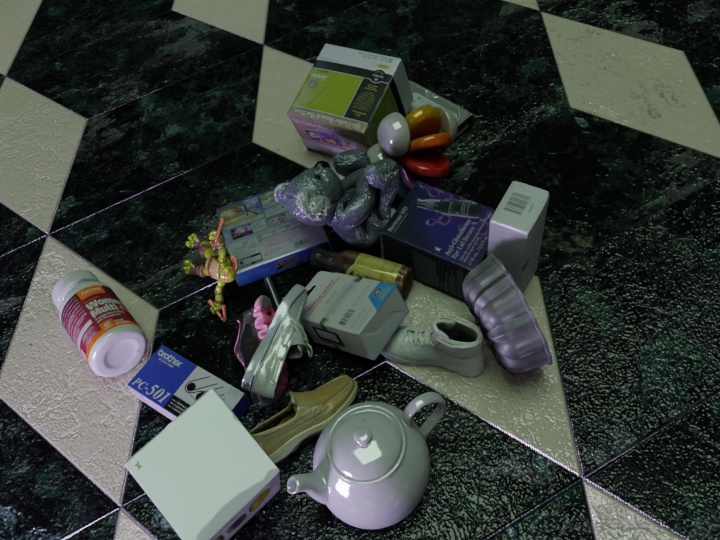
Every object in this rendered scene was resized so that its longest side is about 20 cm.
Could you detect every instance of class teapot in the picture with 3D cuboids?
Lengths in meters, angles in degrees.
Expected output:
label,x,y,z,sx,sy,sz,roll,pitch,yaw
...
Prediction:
label,x,y,z,sx,sy,sz,roll,pitch,yaw
teapot,0.016,0.272,1.015,0.192,0.148,0.203,8,54,14

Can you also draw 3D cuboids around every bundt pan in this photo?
label,x,y,z,sx,sy,sz,roll,pitch,yaw
bundt pan,0.228,0.079,1.103,0.075,0.203,0.204,-29,53,3

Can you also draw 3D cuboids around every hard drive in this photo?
label,x,y,z,sx,sy,sz,roll,pitch,yaw
hard drive,0.136,-0.345,1.532,0.139,0.038,0.199,-40,57,-21

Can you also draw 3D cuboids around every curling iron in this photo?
label,x,y,z,sx,sy,sz,roll,pitch,yaw
curling iron,-0.122,0.099,1.200,0.049,0.025,0.203,-38,69,29

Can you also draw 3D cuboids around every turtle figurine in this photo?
label,x,y,z,sx,sy,sz,roll,pitch,yaw
turtle figurine,-0.275,-0.018,1.287,0.063,0.205,0.160,-16,28,-37

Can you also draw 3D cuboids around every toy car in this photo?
label,x,y,z,sx,sy,sz,roll,pitch,yaw
toy car,0.114,-0.222,1.355,0.172,0.201,0.152,-16,66,-29

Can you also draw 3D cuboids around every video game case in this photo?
label,x,y,z,sx,sy,sz,roll,pitch,yaw
video game case,-0.177,-0.080,1.375,0.196,0.046,0.184,-19,54,-6

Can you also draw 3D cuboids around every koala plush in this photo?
label,x,y,z,sx,sy,sz,roll,pitch,yaw
koala plush,-0.054,-0.131,1.273,0.196,0.189,0.177,0,17,-30

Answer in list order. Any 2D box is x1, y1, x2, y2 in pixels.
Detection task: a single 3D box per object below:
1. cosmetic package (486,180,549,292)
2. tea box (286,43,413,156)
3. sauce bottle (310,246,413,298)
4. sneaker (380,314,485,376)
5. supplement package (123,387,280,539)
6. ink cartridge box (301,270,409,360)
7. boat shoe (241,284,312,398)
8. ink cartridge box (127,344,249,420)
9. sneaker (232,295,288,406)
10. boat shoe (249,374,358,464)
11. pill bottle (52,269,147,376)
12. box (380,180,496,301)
label,x,y,z,sx,sy,sz,roll,pitch,yaw
cosmetic package,0.268,-0.043,1.178,0.073,0.202,0.102,22,59,24
tea box,-0.018,-0.356,1.473,0.196,0.134,0.200,20,71,26
sauce bottle,0.000,0.000,1.277,0.196,0.067,0.067,15,56,22
sneaker,0.114,0.109,1.143,0.195,0.117,0.075,9,56,17
supplement package,-0.216,0.297,0.975,0.151,0.201,0.151,-39,76,-21
ink cartridge box,-0.026,0.073,1.198,0.197,0.069,0.116,11,52,45
boat shoe,-0.115,0.120,1.123,0.084,0.075,0.204,24,56,3
ink cartridge box,-0.296,0.214,1.171,0.197,0.045,0.095,23,58,24
sneaker,-0.184,0.148,1.199,0.094,0.079,0.204,-24,52,25
boat shoe,-0.092,0.225,1.098,0.199,0.077,0.071,-37,21,-20
pill bottle,-0.484,0.092,1.253,0.109,0.111,0.199,-37,56,-19
box,0.156,-0.054,1.266,0.197,0.105,0.149,23,60,23
